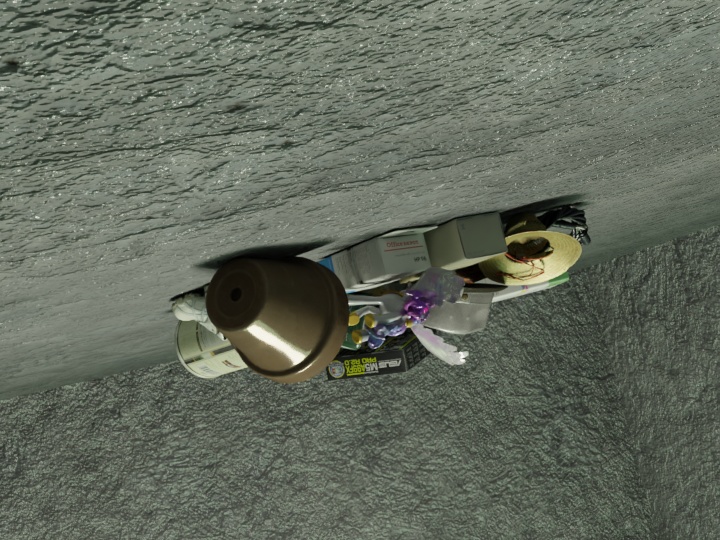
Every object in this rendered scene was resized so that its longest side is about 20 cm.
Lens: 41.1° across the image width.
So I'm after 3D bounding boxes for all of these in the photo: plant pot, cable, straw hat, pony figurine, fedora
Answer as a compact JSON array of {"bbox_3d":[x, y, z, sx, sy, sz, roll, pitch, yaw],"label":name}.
[{"bbox_3d":[-0.140,0.059,1.463,0.199,0.202,0.174,-16,157,23],"label":"plant pot"},{"bbox_3d":[0.346,-0.052,1.854,0.198,0.051,0.163,-20,149,8],"label":"cable"},{"bbox_3d":[0.301,-0.056,1.749,0.199,0.086,0.202,-2,151,-1],"label":"straw hat"},{"bbox_3d":[0.077,0.068,1.593,0.198,0.168,0.193,-13,-154,-33],"label":"pony figurine"},{"bbox_3d":[0.175,0.069,1.793,0.198,0.091,0.176,2,-178,-27],"label":"fedora"}]

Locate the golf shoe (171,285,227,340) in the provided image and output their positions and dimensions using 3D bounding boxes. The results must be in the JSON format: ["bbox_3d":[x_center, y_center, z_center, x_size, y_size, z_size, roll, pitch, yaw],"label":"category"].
[{"bbox_3d":[-0.264,0.080,1.681,0.078,0.098,0.199,-11,175,-40],"label":"golf shoe"}]

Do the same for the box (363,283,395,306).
[{"bbox_3d":[-0.028,0.065,1.839,0.198,0.042,0.039,-19,-172,14],"label":"box"}]

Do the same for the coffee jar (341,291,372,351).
[{"bbox_3d":[-0.081,0.076,1.741,0.198,0.105,0.085,12,-171,8],"label":"coffee jar"}]

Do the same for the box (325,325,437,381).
[{"bbox_3d":[0.042,0.152,1.791,0.159,0.045,0.200,-8,-173,22],"label":"box"}]

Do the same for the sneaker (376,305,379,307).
[{"bbox_3d":[-0.013,0.061,1.922,0.199,0.076,0.115,26,-170,17],"label":"sneaker"}]

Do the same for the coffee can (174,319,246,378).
[{"bbox_3d":[-0.248,0.121,1.857,0.145,0.148,0.199,-8,173,-43],"label":"coffee can"}]

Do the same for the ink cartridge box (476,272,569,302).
[{"bbox_3d":[0.312,0.012,1.993,0.198,0.085,0.145,-14,174,-5],"label":"ink cartridge box"}]

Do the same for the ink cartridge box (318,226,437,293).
[{"bbox_3d":[0.037,-0.015,1.638,0.115,0.069,0.199,-9,172,-42],"label":"ink cartridge box"}]

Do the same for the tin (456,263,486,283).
[{"bbox_3d":[0.185,-0.017,1.861,0.111,0.042,0.200,25,157,-20],"label":"tin"}]

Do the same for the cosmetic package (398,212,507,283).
[{"bbox_3d":[0.153,-0.037,1.688,0.103,0.074,0.199,-10,174,-33],"label":"cosmetic package"}]

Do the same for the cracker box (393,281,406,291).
[{"bbox_3d":[0.074,0.081,1.997,0.133,0.058,0.200,-1,-155,40],"label":"cracker box"}]
